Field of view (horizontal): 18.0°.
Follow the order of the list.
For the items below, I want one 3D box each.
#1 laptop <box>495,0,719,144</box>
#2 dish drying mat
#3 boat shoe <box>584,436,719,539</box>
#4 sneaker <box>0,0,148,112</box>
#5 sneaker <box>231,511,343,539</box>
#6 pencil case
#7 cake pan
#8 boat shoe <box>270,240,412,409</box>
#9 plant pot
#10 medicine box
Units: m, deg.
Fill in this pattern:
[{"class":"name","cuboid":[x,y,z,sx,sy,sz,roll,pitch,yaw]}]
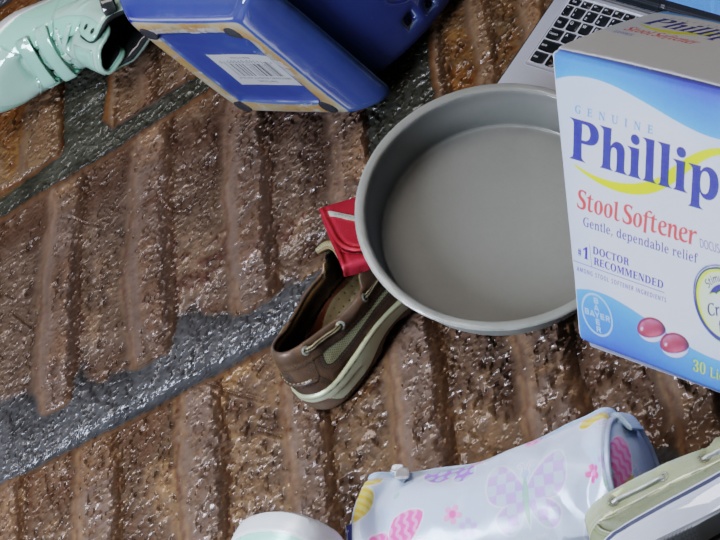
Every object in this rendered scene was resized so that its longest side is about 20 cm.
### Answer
[{"class":"laptop","cuboid":[0.185,-0.191,1.606,0.187,0.116,0.200,23,71,39]},{"class":"dish drying mat","cuboid":[0.073,-0.052,1.623,0.200,0.018,0.077,-19,38,-3]},{"class":"boat shoe","cuboid":[0.221,0.119,1.309,0.200,0.072,0.062,-25,45,-4]},{"class":"sneaker","cuboid":[-0.276,-0.201,2.089,0.200,0.074,0.118,-37,31,6]},{"class":"sneaker","cuboid":[-0.076,0.238,1.462,0.200,0.074,0.118,-47,22,48]},{"class":"pencil case","cuboid":[0.091,0.150,1.419,0.200,0.083,0.091,-18,61,29]},{"class":"cake pan","cuboid":[0.097,-0.038,1.567,0.200,0.037,0.201,-4,58,6]},{"class":"boat shoe","cuboid":[0.004,0.001,1.650,0.075,0.075,0.203,8,61,47]},{"class":"plant pot","cuboid":[-0.061,-0.237,1.835,0.200,0.200,0.180,6,66,46]},{"class":"medicine box","cuboid":[0.219,-0.040,1.374,0.103,0.200,0.182,-22,26,-31]}]
